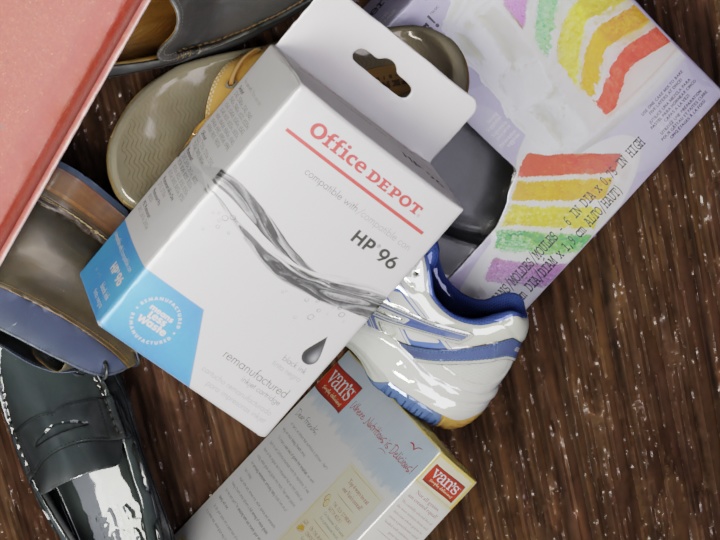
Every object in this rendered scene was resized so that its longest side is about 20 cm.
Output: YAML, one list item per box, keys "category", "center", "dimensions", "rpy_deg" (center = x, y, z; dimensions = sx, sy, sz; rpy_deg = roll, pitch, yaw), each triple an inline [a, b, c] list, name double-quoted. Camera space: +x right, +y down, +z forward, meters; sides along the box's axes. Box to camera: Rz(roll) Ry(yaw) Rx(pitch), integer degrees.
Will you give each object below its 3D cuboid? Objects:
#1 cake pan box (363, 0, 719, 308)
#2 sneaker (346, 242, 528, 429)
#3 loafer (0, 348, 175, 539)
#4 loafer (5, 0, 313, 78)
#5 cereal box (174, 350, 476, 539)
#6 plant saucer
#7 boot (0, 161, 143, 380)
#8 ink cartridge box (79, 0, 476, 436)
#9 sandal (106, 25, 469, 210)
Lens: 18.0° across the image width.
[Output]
- category: "cake pan box"
  center: [0.075, -0.090, 1.284]
  dimensions: [0.200, 0.052, 0.184]
  rpy_deg: [-46, 111, 1]
- category: "sneaker"
  center: [0.000, 0.000, 1.246]
  dimensions: [0.200, 0.075, 0.088]
  rpy_deg: [31, 111, -10]
- category: "loafer"
  center: [-0.152, 0.098, 1.247]
  dimensions: [0.068, 0.070, 0.201]
  rpy_deg: [-23, 99, 1]
- category: "loafer"
  center: [-0.102, -0.137, 1.202]
  dimensions: [0.200, 0.072, 0.073]
  rpy_deg: [-21, 110, -11]
- category: "cereal box"
  center: [-0.038, 0.151, 1.270]
  dimensions: [0.200, 0.144, 0.040]
  rpy_deg: [-46, 120, 1]
- category: "plant saucer"
  center: [-0.218, -0.122, 1.139]
  dimensions: [0.200, 0.037, 0.200]
  rpy_deg: [34, 105, 8]
- category: "boot"
  center: [-0.130, 0.034, 1.228]
  dimensions: [0.200, 0.075, 0.097]
  rpy_deg: [40, 68, -24]
- category: "ink cartridge box"
  center: [-0.033, -0.030, 1.155]
  dimensions: [0.116, 0.068, 0.200]
  rpy_deg: [36, 100, -26]
- category: "sandal"
  center: [-0.040, -0.086, 1.198]
  dimensions: [0.200, 0.054, 0.080]
  rpy_deg: [-15, 84, 0]
